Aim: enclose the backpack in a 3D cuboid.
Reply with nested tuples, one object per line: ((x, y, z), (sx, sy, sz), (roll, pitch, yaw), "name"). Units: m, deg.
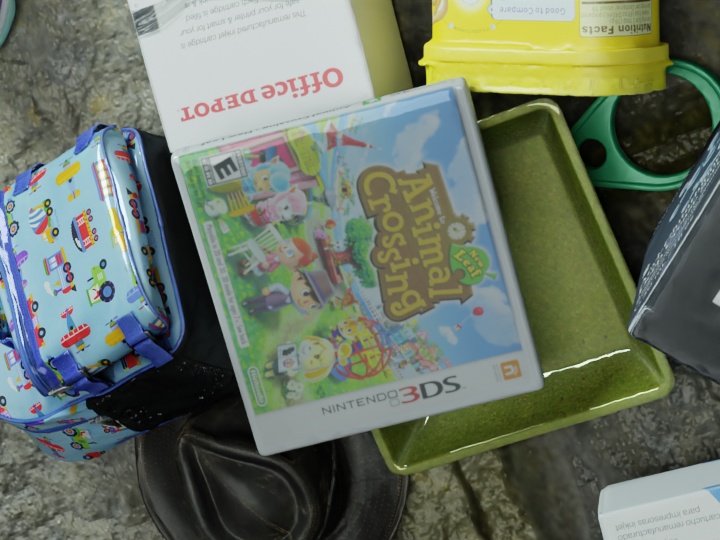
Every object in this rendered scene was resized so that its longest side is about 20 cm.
((-0.177, 0.021, 1.733), (0.200, 0.134, 0.183), (-27, 64, 30), "backpack")

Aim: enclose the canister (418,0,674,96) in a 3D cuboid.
((0.109, -0.208, 1.618), (0.148, 0.087, 0.200), (5, 100, 34), "canister")

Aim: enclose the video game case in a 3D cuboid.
((0.000, 0.000, 1.640), (0.182, 0.022, 0.200), (-14, 107, 6), "video game case")

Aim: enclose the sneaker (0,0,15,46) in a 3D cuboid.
((-0.257, -0.219, 1.725), (0.078, 0.140, 0.200), (17, 106, 16), "sneaker")

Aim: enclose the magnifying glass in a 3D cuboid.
((0.136, -0.069, 1.680), (0.200, 0.022, 0.080), (-22, 92, 20), "magnifying glass")

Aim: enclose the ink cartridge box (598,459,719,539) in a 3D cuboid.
((0.237, 0.218, 1.649), (0.144, 0.085, 0.200), (-14, 96, 8), "ink cartridge box")

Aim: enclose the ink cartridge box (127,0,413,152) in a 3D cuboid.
((-0.067, -0.186, 1.694), (0.144, 0.084, 0.200), (-13, 95, 22), "ink cartridge box")

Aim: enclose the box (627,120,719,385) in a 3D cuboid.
((0.238, -0.028, 1.545), (0.107, 0.200, 0.149), (30, 108, 1), "box")

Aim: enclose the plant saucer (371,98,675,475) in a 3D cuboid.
((0.074, 0.007, 1.686), (0.200, 0.048, 0.200), (-19, 104, 23), "plant saucer")

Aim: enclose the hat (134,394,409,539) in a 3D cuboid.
((-0.074, 0.134, 1.759), (0.200, 0.081, 0.201), (4, 102, 20), "hat")
